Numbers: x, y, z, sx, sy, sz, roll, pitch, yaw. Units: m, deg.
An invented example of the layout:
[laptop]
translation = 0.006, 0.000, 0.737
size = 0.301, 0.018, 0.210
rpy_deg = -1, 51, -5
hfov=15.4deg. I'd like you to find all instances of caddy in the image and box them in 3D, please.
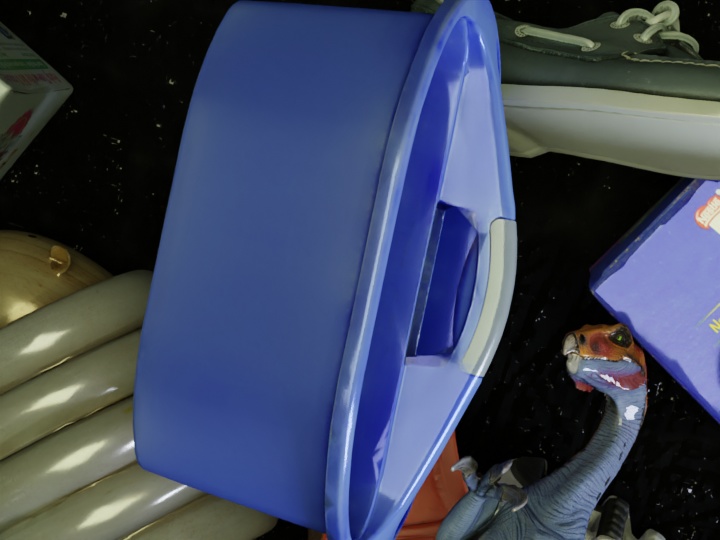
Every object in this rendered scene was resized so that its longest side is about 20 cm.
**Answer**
[caddy]
translation = 0.000, 0.000, 0.897
size = 0.105, 0.141, 0.200
rpy_deg = 11, 90, 13

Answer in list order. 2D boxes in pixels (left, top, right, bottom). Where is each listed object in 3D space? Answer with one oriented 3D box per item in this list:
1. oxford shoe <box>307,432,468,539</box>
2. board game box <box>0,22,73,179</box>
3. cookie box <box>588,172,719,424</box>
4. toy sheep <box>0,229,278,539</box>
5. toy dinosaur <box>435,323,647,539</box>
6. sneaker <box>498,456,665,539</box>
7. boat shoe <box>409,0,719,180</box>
[oxford shoe]
translation = 0.011, 0.096, 1.024
size = 0.071, 0.073, 0.200
rpy_deg = -1, 95, -5
[board game box]
translation = -0.208, -0.110, 0.979
size = 0.200, 0.148, 0.064
rpy_deg = 41, 95, 0
[cookie box]
translation = 0.213, 0.015, 1.002
size = 0.171, 0.075, 0.200
rpy_deg = -44, 92, 5
[toy sheep]
translation = -0.098, 0.075, 0.998
size = 0.138, 0.138, 0.200
rpy_deg = -26, 91, 5
[toy dinosaur]
translation = 0.039, 0.102, 0.954
size = 0.200, 0.182, 0.105
rpy_deg = -17, 120, 43
[sneaker]
translation = 0.122, 0.155, 1.027
size = 0.200, 0.075, 0.081
rpy_deg = 34, 104, 8
[boat shoe]
translation = 0.088, -0.075, 0.968
size = 0.200, 0.073, 0.062
rpy_deg = 8, 75, 42
